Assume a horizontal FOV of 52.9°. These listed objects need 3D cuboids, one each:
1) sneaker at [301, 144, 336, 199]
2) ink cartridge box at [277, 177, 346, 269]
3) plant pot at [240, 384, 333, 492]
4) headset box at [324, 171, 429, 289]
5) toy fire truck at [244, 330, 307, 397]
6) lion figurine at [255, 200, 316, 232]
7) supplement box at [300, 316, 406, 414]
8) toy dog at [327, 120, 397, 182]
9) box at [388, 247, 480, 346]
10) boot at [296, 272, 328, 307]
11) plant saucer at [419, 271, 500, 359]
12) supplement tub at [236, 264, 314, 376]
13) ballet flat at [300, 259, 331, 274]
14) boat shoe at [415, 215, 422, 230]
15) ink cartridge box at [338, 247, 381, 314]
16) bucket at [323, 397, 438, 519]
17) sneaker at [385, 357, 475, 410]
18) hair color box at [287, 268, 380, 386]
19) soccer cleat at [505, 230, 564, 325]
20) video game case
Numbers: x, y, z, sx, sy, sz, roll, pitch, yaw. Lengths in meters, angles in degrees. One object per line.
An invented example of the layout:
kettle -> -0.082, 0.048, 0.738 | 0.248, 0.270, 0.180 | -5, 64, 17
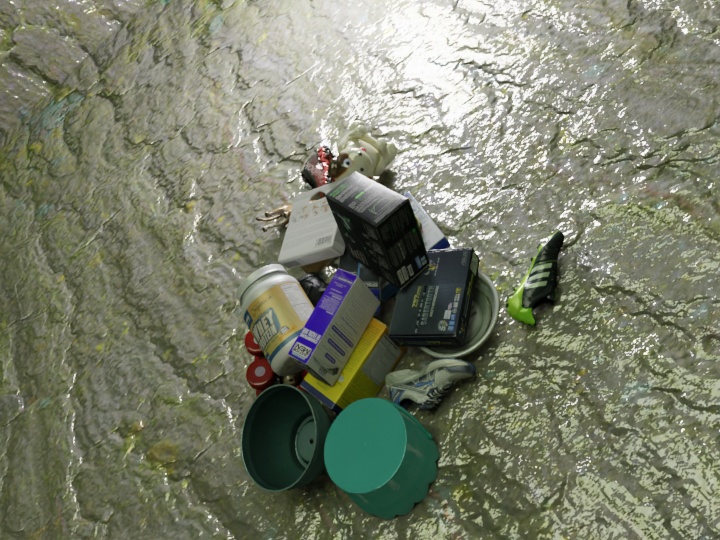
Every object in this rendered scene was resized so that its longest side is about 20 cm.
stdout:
sneaker -> -0.104, -0.235, 1.874 | 0.096, 0.071, 0.204 | -27, 44, 16
ink cartridge box -> -0.099, -0.107, 1.683 | 0.197, 0.044, 0.181 | -13, 57, 45
plant pot -> -0.127, 0.342, 1.465 | 0.196, 0.133, 0.206 | -11, 70, 33
headset box -> 0.030, -0.087, 1.499 | 0.092, 0.177, 0.199 | -38, 41, -18
toy fire truck -> -0.165, 0.208, 1.618 | 0.163, 0.113, 0.204 | -12, 53, 2
lion figurine -> -0.172, -0.146, 1.861 | 0.197, 0.074, 0.121 | 13, 35, 44
supplement box -> -0.013, 0.200, 1.515 | 0.108, 0.109, 0.202 | 27, 76, 40
toy dog -> -0.014, -0.257, 1.742 | 0.195, 0.139, 0.200 | -48, 6, 19
box -> 0.151, 0.055, 1.474 | 0.154, 0.051, 0.204 | -4, 57, 34
boot -> -0.097, 0.086, 1.641 | 0.164, 0.067, 0.198 | -35, 45, -28
plant saucer -> 0.198, 0.095, 1.485 | 0.196, 0.050, 0.205 | -17, 53, 23
supplement tub -> -0.167, 0.104, 1.544 | 0.144, 0.145, 0.202 | -37, 68, 5
ballet flat -> -0.076, -0.060, 1.712 | 0.200, 0.062, 0.070 | -44, 34, 27
boat shoe -> 0.063, -0.147, 1.650 | 0.072, 0.076, 0.199 | -50, 45, -4
ink cartridge box -> 0.000, 0.000, 1.599 | 0.096, 0.040, 0.205 | -1, 59, 6
bucket -> 0.035, 0.349, 1.370 | 0.202, 0.135, 0.212 | -15, 53, 21
sneaker -> 0.142, 0.233, 1.430 | 0.196, 0.077, 0.087 | -21, 61, 29
hair color box -> -0.050, 0.114, 1.447 | 0.064, 0.110, 0.203 | 17, 70, 38
soccer cleat -> 0.362, 0.017, 1.432 | 0.080, 0.068, 0.203 | 28, 79, 23
video game case -> 0.083, -0.057, 1.660 | 0.199, 0.045, 0.183 | -39, 47, 6
